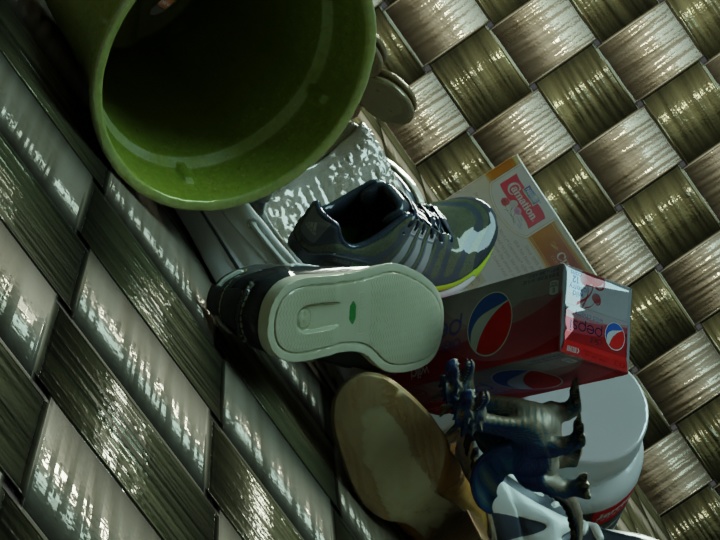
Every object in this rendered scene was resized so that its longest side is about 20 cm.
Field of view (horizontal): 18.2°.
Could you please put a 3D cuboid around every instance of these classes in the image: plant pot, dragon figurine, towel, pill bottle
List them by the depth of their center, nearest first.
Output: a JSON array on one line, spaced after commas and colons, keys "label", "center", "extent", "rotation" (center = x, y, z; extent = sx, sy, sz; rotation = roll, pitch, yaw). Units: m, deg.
[{"label": "plant pot", "center": [-0.119, -0.171, 1.482], "extent": [0.201, 0.200, 0.184], "rotation": [50, -2, -43]}, {"label": "dragon figurine", "center": [0.103, 0.126, 1.524], "extent": [0.201, 0.099, 0.059], "rotation": [79, 7, -50]}, {"label": "towel", "center": [0.000, 0.000, 1.651], "extent": [0.201, 0.132, 0.034], "rotation": [59, -30, -9]}, {"label": "pill bottle", "center": [0.154, 0.155, 1.734], "extent": [0.114, 0.113, 0.200], "rotation": [59, -23, 26]}]

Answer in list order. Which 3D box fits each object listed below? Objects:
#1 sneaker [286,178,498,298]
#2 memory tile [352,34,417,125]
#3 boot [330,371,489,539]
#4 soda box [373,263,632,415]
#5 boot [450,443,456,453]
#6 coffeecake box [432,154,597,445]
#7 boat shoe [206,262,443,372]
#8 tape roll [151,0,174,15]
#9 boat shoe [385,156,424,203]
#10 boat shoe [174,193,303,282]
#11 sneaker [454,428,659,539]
[{"label": "sneaker", "center": [0.027, -0.024, 1.585], "extent": [0.199, 0.081, 0.074], "rotation": [-16, 53, -41]}, {"label": "memory tile", "center": [-0.052, -0.182, 1.622], "extent": [0.153, 0.017, 0.200], "rotation": [8, -36, 40]}, {"label": "boot", "center": [0.023, 0.123, 1.555], "extent": [0.202, 0.071, 0.144], "rotation": [56, 0, -29]}, {"label": "soda box", "center": [0.094, 0.051, 1.560], "extent": [0.070, 0.199, 0.064], "rotation": [17, 68, -35]}, {"label": "boot", "center": [0.082, 0.132, 1.893], "extent": [0.201, 0.066, 0.175], "rotation": [61, 8, 27]}, {"label": "coffeecake box", "center": [0.081, 0.033, 1.746], "extent": [0.154, 0.199, 0.073], "rotation": [58, -1, 15]}, {"label": "boat shoe", "center": [-0.016, 0.027, 1.464], "extent": [0.067, 0.072, 0.199], "rotation": [9, 2, 39]}, {"label": "tape roll", "center": [-0.141, -0.251, 1.735], "extent": [0.200, 0.066, 0.200], "rotation": [34, -17, 12]}, {"label": "boat shoe", "center": [-0.041, -0.081, 1.793], "extent": [0.199, 0.075, 0.062], "rotation": [33, 16, 22]}, {"label": "boat shoe", "center": [-0.089, -0.048, 1.532], "extent": [0.201, 0.065, 0.074], "rotation": [59, 8, 20]}, {"label": "sneaker", "center": [0.151, 0.190, 1.627], "extent": [0.080, 0.129, 0.200], "rotation": [118, -45, -67]}]
